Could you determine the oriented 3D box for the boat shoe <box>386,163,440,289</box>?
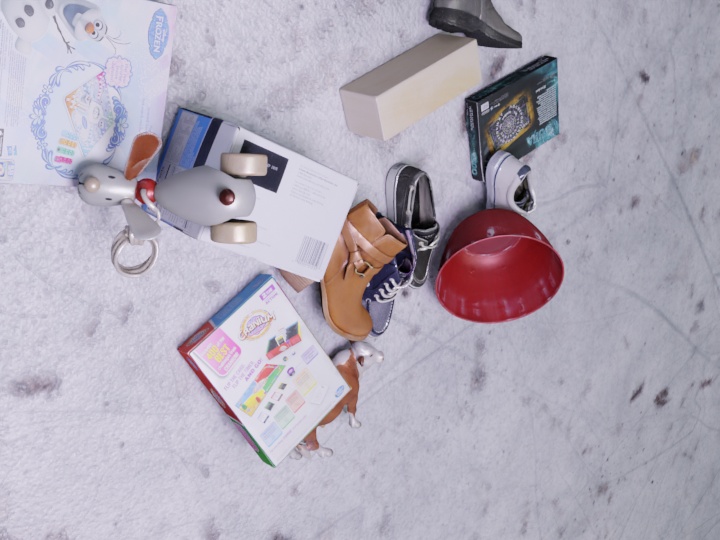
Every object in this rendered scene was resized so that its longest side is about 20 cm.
[{"bbox_3d":[0.081,-0.056,1.330,0.070,0.063,0.203,-30,125,-32],"label":"boat shoe"}]

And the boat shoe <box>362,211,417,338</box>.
[{"bbox_3d":[0.034,0.018,1.293,0.074,0.092,0.203,-26,122,-34],"label":"boat shoe"}]

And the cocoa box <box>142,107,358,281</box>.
[{"bbox_3d":[-0.128,-0.088,1.065,0.199,0.130,0.135,19,93,-46],"label":"cocoa box"}]

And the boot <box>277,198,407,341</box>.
[{"bbox_3d":[0.000,0.000,1.226,0.154,0.077,0.200,-34,123,13],"label":"boot"}]

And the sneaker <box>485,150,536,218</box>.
[{"bbox_3d":[0.243,-0.103,1.443,0.073,0.071,0.201,-45,147,-15],"label":"sneaker"}]

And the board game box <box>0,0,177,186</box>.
[{"bbox_3d":[-0.294,-0.188,0.927,0.197,0.043,0.203,-1,107,-43],"label":"board game box"}]

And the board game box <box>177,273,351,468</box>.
[{"bbox_3d":[-0.121,0.130,1.182,0.153,0.040,0.201,-42,113,-23],"label":"board game box"}]

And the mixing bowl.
[{"bbox_3d":[0.209,-0.023,1.405,0.197,0.109,0.202,-2,139,-2],"label":"mixing bowl"}]

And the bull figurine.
[{"bbox_3d":[-0.043,0.188,1.305,0.199,0.065,0.123,-34,126,-29],"label":"bull figurine"}]

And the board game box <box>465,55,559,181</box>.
[{"bbox_3d":[0.246,-0.243,1.441,0.199,0.028,0.137,-32,128,-31],"label":"board game box"}]

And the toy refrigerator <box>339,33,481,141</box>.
[{"bbox_3d":[0.072,-0.251,1.237,0.199,0.075,0.071,-35,128,-30],"label":"toy refrigerator"}]

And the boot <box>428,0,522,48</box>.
[{"bbox_3d":[0.179,-0.397,1.294,0.198,0.067,0.133,6,96,-47],"label":"boot"}]

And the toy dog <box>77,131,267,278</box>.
[{"bbox_3d":[-0.186,-0.074,0.903,0.197,0.096,0.134,-16,93,1],"label":"toy dog"}]
